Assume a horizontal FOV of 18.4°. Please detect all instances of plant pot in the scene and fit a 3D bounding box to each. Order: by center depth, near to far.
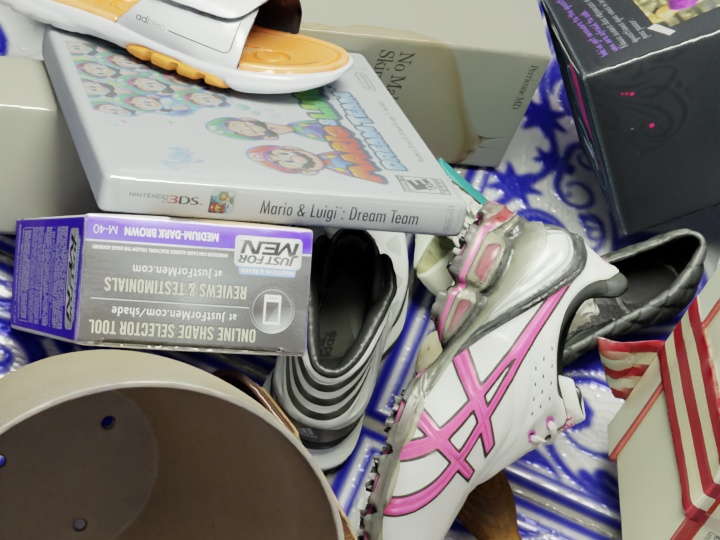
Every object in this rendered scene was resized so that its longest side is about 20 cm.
[{"bbox_3d":[-0.122,0.117,1.012,0.200,0.200,0.134,1,20,-20],"label":"plant pot"}]

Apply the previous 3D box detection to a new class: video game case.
[{"bbox_3d":[-0.060,-0.074,1.139,0.182,0.024,0.200,4,26,-19],"label":"video game case"}]

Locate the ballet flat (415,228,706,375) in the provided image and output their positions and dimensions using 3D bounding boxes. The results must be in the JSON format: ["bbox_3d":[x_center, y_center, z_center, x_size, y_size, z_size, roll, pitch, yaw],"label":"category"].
[{"bbox_3d":[0.111,0.020,1.249,0.200,0.057,0.066,-23,61,-31],"label":"ballet flat"}]

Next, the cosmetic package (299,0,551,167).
[{"bbox_3d":[-0.002,-0.125,1.301,0.200,0.104,0.073,4,50,-16],"label":"cosmetic package"}]

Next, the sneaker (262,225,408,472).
[{"bbox_3d":[0.000,0.000,1.186,0.076,0.115,0.201,17,47,-6],"label":"sneaker"}]

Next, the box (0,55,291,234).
[{"bbox_3d":[-0.134,-0.063,1.202,0.200,0.082,0.068,6,28,-19],"label":"box"}]

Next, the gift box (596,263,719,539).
[{"bbox_3d":[0.228,0.079,1.127,0.200,0.185,0.187,30,27,-11],"label":"gift box"}]

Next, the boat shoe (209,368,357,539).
[{"bbox_3d":[-0.037,0.140,1.084,0.070,0.070,0.200,-19,61,-26],"label":"boat shoe"}]

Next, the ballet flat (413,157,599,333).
[{"bbox_3d":[0.063,-0.007,1.221,0.072,0.072,0.200,2,17,-19],"label":"ballet flat"}]

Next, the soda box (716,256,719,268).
[{"bbox_3d":[0.251,-0.007,1.309,0.063,0.068,0.200,4,43,21],"label":"soda box"}]

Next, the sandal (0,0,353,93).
[{"bbox_3d":[-0.102,-0.147,1.176,0.207,0.059,0.079,18,25,12],"label":"sandal"}]

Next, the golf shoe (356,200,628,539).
[{"bbox_3d":[0.062,0.072,1.101,0.092,0.200,0.073,23,7,5],"label":"golf shoe"}]

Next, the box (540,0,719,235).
[{"bbox_3d":[0.223,-0.123,1.306,0.200,0.122,0.106,-19,37,2],"label":"box"}]

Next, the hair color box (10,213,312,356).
[{"bbox_3d":[-0.103,0.006,1.091,0.109,0.200,0.065,4,91,-18],"label":"hair color box"}]

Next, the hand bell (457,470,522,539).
[{"bbox_3d":[0.079,0.150,1.123,0.104,0.104,0.200,-1,40,-21],"label":"hand bell"}]
